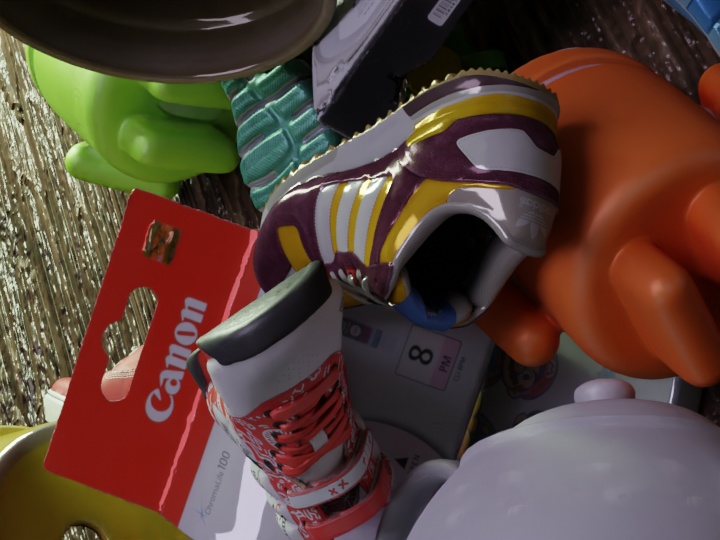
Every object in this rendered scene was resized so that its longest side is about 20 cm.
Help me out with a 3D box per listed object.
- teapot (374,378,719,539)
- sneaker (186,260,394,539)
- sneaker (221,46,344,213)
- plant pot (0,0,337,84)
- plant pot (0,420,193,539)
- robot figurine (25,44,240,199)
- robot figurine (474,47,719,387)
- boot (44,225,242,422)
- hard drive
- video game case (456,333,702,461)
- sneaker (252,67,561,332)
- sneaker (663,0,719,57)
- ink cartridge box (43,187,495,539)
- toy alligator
[{"bbox_3d":[0.099,0.117,0.791,0.197,0.200,0.146,81,-172,-66],"label":"teapot"},{"bbox_3d":[-0.021,0.063,0.837,0.108,0.067,0.201,57,167,2],"label":"sneaker"},{"bbox_3d":[-0.033,-0.104,1.129,0.074,0.088,0.200,-26,83,37],"label":"sneaker"},{"bbox_3d":[-0.104,-0.223,1.026,0.200,0.200,0.174,-24,51,45],"label":"plant pot"},{"bbox_3d":[-0.182,0.172,1.078,0.189,0.201,0.201,-39,49,56],"label":"plant pot"},{"bbox_3d":[-0.141,-0.130,1.220,0.200,0.116,0.176,41,122,49],"label":"robot figurine"},{"bbox_3d":[0.115,-0.028,0.860,0.144,0.117,0.200,-68,30,20],"label":"robot figurine"},{"bbox_3d":[-0.110,0.043,1.167,0.200,0.072,0.144,3,80,43],"label":"boot"},{"bbox_3d":[0.022,-0.170,1.034,0.140,0.038,0.200,-53,20,26],"label":"hard drive"},{"bbox_3d":[0.080,0.113,0.942,0.182,0.024,0.200,9,85,52],"label":"video game case"},{"bbox_3d":[0.012,-0.009,0.839,0.200,0.075,0.090,-38,41,49],"label":"sneaker"},{"bbox_3d":[0.176,-0.132,0.867,0.080,0.131,0.200,-45,81,11],"label":"sneaker"},{"bbox_3d":[-0.049,0.066,0.960,0.057,0.200,0.163,-65,-6,-83],"label":"ink cartridge box"},{"bbox_3d":[0.046,-0.052,1.017,0.054,0.059,0.200,9,84,11],"label":"toy alligator"}]
